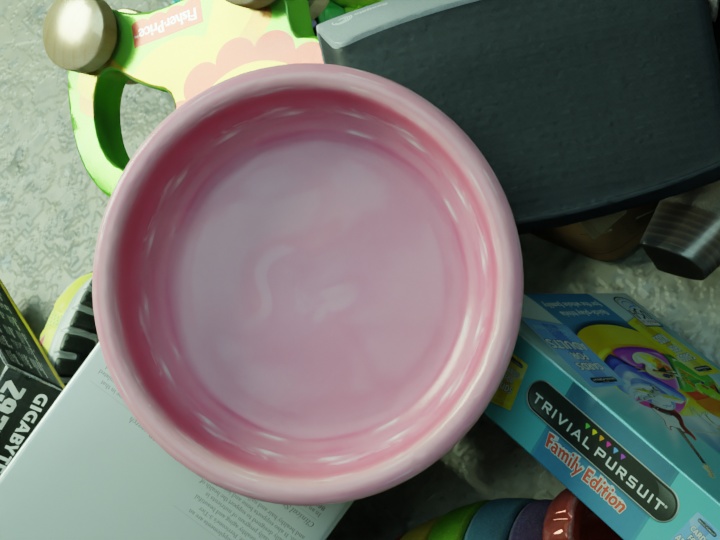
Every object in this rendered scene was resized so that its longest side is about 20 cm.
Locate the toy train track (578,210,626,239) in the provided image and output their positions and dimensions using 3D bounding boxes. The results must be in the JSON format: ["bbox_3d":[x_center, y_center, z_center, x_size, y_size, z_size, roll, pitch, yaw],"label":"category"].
[{"bbox_3d":[0.062,-0.041,0.771,0.200,0.033,0.115,-40,94,2],"label":"toy train track"}]

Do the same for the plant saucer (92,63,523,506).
[{"bbox_3d":[-0.023,0.006,0.674,0.199,0.051,0.202,0,88,8],"label":"plant saucer"}]

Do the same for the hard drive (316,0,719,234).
[{"bbox_3d":[0.086,-0.085,0.727,0.199,0.042,0.136,-12,98,1],"label":"hard drive"}]

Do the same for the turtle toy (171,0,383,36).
[{"bbox_3d":[-0.050,-0.171,0.921,0.199,0.101,0.146,-21,63,22],"label":"turtle toy"}]

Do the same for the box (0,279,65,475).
[{"bbox_3d":[-0.262,0.094,0.894,0.160,0.049,0.200,-57,33,3],"label":"box"}]

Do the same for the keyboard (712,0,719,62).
[{"bbox_3d":[0.209,-0.162,0.831,0.200,0.040,0.104,-36,50,-13],"label":"keyboard"}]

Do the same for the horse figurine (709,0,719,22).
[{"bbox_3d":[0.257,-0.205,0.787,0.199,0.050,0.133,-22,36,8],"label":"horse figurine"}]

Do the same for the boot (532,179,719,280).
[{"bbox_3d":[0.167,-0.078,0.819,0.200,0.070,0.146,24,72,36],"label":"boot"}]

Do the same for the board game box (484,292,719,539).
[{"bbox_3d":[0.155,0.086,0.701,0.200,0.151,0.047,41,114,31],"label":"board game box"}]

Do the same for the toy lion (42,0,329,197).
[{"bbox_3d":[-0.080,-0.086,0.831,0.199,0.069,0.193,-14,80,27],"label":"toy lion"}]

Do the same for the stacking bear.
[{"bbox_3d":[0.049,0.176,0.743,0.199,0.114,0.122,-14,91,31],"label":"stacking bear"}]

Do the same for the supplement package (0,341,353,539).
[{"bbox_3d":[-0.098,0.120,0.777,0.152,0.151,0.200,36,87,1],"label":"supplement package"}]

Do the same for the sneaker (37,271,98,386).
[{"bbox_3d":[-0.202,0.093,0.911,0.090,0.078,0.201,1,67,35],"label":"sneaker"}]
